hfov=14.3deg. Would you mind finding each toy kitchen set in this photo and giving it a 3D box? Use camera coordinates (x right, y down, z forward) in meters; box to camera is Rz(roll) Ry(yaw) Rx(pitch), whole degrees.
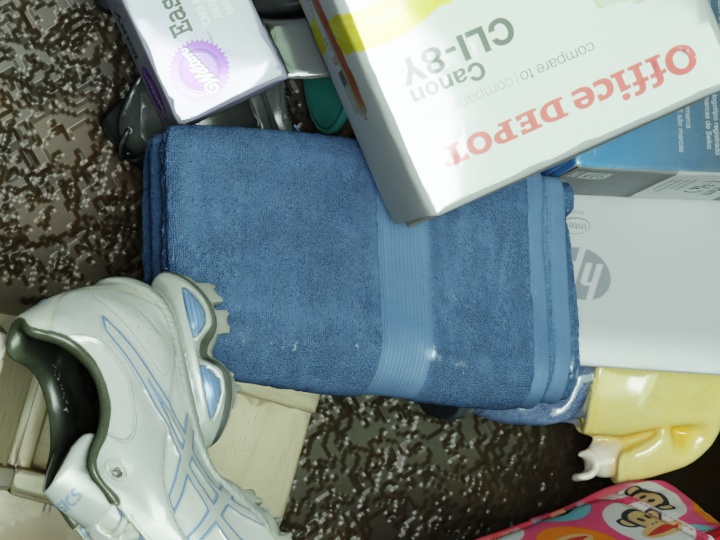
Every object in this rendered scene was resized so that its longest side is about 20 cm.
[{"bbox_3d":[-0.122,0.110,1.211,0.199,0.180,0.164,15,92,-15],"label":"toy kitchen set"}]

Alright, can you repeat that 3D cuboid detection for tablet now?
[{"bbox_3d":[0.097,-0.014,1.316,0.199,0.014,0.130,4,58,-15],"label":"tablet"}]

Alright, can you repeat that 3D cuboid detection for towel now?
[{"bbox_3d":[0.000,0.000,1.223,0.199,0.049,0.112,7,73,-27],"label":"towel"}]

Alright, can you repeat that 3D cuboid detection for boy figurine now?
[{"bbox_3d":[0.131,0.038,1.348,0.199,0.064,0.125,5,86,-20],"label":"boy figurine"}]

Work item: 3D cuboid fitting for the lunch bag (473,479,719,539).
[{"bbox_3d":[0.090,0.198,1.300,0.200,0.082,0.177,-17,126,-44],"label":"lunch bag"}]

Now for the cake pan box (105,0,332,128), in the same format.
[{"bbox_3d":[-0.037,-0.178,1.224,0.184,0.052,0.200,-24,93,-6],"label":"cake pan box"}]

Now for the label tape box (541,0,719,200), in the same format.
[{"bbox_3d":[0.175,-0.106,1.329,0.199,0.063,0.145,2,78,-18],"label":"label tape box"}]

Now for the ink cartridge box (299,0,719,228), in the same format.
[{"bbox_3d":[0.047,-0.136,1.168,0.145,0.083,0.200,-24,93,-8],"label":"ink cartridge box"}]

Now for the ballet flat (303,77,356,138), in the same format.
[{"bbox_3d":[0.008,-0.160,1.289,0.068,0.068,0.201,-8,98,-29],"label":"ballet flat"}]

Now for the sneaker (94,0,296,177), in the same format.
[{"bbox_3d":[-0.066,-0.050,1.278,0.091,0.076,0.201,-13,90,-10],"label":"sneaker"}]

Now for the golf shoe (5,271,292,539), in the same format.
[{"bbox_3d":[-0.082,0.099,1.097,0.097,0.078,0.200,-3,66,-47],"label":"golf shoe"}]
